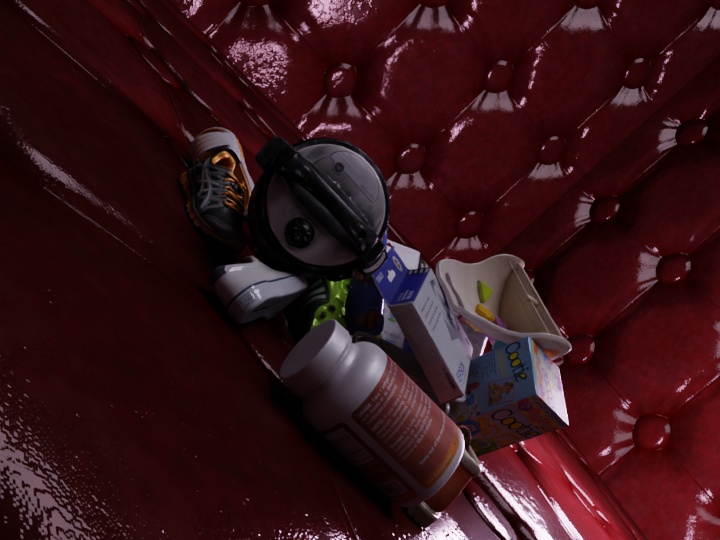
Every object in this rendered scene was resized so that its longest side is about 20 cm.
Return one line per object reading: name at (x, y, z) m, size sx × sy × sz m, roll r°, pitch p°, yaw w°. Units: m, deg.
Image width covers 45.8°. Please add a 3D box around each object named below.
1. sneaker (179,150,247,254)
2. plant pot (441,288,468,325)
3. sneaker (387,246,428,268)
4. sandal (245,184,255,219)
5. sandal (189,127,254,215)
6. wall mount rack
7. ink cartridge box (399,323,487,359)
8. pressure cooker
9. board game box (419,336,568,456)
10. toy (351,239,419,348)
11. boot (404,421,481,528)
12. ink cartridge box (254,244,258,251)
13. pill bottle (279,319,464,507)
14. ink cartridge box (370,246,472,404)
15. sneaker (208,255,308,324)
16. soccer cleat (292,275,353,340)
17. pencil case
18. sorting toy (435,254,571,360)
sneaker at (-0.190, -0.097, 1.158) m, size 0.078 × 0.077 × 0.200 m, roll 42°, pitch 11°, yaw -44°
plant pot at (0.121, 0.110, 1.514) m, size 0.178 × 0.201 × 0.200 m, roll 33°, pitch 5°, yaw 12°
sneaker at (0.017, -0.023, 1.470) m, size 0.199 × 0.075 × 0.106 m, roll 9°, pitch -28°, yaw 42°
sandal at (-0.149, -0.098, 1.410) m, size 0.048 × 0.075 × 0.200 m, roll 44°, pitch 16°, yaw 14°
sandal at (-0.219, -0.166, 1.321) m, size 0.059 × 0.079 × 0.207 m, roll 42°, pitch 11°, yaw -52°
wall mount rack at (0.050, 0.146, 1.233) m, size 0.199 × 0.075 × 0.174 m, roll 29°, pitch 19°, yaw -22°
ink cartridge box at (0.098, 0.118, 1.380) m, size 0.199 × 0.100 × 0.039 m, roll 16°, pitch -35°, yaw 14°
pressure cooker at (-0.052, -0.075, 1.088) m, size 0.175 × 0.180 × 0.200 m, roll 3°, pitch -3°, yaw -11°
board game box at (0.192, 0.198, 1.270) m, size 0.103 × 0.199 × 0.105 m, roll 42°, pitch 35°, yaw -36°
toy at (0.023, 0.043, 1.379) m, size 0.115 × 0.047 × 0.201 m, roll 22°, pitch 58°, yaw -18°
boot at (0.089, 0.219, 1.048) m, size 0.075 × 0.107 × 0.200 m, roll 43°, pitch 8°, yaw -21°
ink cartridge box at (-0.076, -0.044, 1.354) m, size 0.116 × 0.068 × 0.200 m, roll 10°, pitch -2°, yaw 14°
pill bottle at (0.010, 0.151, 0.917) m, size 0.200 × 0.112 × 0.112 m, roll 47°, pitch 8°, yaw -15°
ink cartridge box at (0.094, 0.064, 1.208) m, size 0.201 × 0.040 × 0.200 m, roll 60°, pitch 16°, yaw -7°
sneaker at (-0.118, 0.014, 1.021) m, size 0.071 × 0.073 × 0.200 m, roll 52°, pitch 9°, yaw 7°
soccer cleat at (-0.059, 0.060, 1.169) m, size 0.068 × 0.081 × 0.201 m, roll 51°, pitch 28°, yaw -25°
pencil case at (0.000, 0.000, 1.273) m, size 0.077 × 0.202 × 0.087 m, roll 2°, pitch 6°, yaw -14°
sorting toy at (0.197, 0.054, 1.308) m, size 0.179 × 0.107 × 0.201 m, roll 25°, pitch 29°, yaw -32°
